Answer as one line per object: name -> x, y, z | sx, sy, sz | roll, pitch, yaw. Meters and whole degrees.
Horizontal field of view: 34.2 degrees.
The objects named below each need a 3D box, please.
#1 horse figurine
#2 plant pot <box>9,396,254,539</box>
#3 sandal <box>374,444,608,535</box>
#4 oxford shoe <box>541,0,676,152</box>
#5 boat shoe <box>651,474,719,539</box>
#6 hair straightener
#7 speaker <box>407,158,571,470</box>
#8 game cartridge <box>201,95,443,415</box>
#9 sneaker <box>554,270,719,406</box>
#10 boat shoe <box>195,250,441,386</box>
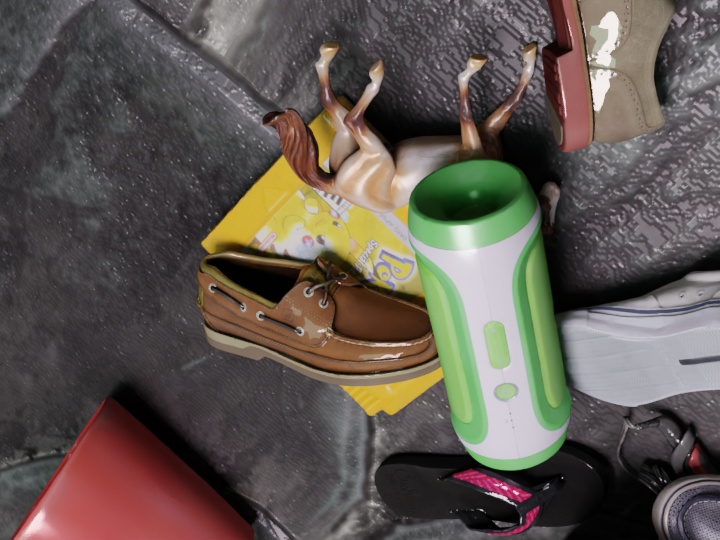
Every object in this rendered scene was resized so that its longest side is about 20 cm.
horse figurine -> 0.036, -0.080, 0.756 | 0.198, 0.050, 0.133 | -2, 124, -5
plant pot -> -0.201, 0.239, 1.011 | 0.177, 0.201, 0.201 | 35, 128, -7
sandal -> 0.095, 0.176, 0.901 | 0.199, 0.045, 0.076 | -9, 113, 31
oxford shoe -> 0.142, -0.171, 0.676 | 0.074, 0.071, 0.201 | -7, 116, 1
boat shoe -> 0.293, 0.195, 0.760 | 0.199, 0.093, 0.075 | 23, 89, -1
hair straightener -> 0.239, 0.183, 0.833 | 0.077, 0.041, 0.200 | -33, 101, 37
speaker -> 0.086, 0.032, 0.753 | 0.088, 0.089, 0.201 | 3, 128, 25
game cartridge -> 0.000, 0.000, 0.857 | 0.200, 0.032, 0.176 | 46, 128, -2
sneaker -> 0.200, 0.041, 0.758 | 0.199, 0.071, 0.073 | -6, 121, 53
boat shoe -> -0.033, 0.030, 0.829 | 0.199, 0.072, 0.068 | 6, 122, 23
